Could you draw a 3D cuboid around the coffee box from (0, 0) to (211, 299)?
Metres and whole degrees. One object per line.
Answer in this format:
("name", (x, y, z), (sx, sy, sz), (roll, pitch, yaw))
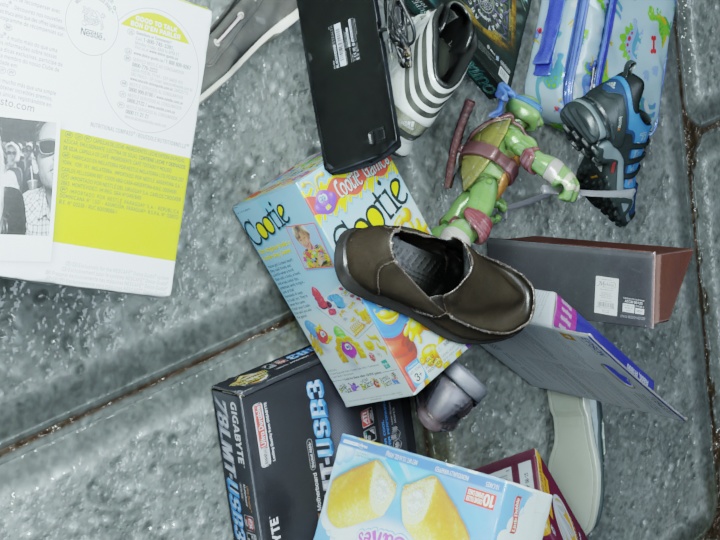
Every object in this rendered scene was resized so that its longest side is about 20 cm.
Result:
("coffee box", (-0.243, -0.098, 0.946), (0.199, 0.199, 0.200), (9, 89, -44))

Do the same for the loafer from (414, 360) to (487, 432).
("loafer", (0.068, 0.117, 1.323), (0.072, 0.200, 0.063), (40, 83, 4))

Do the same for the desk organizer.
("desk organizer", (0.224, 0.007, 1.424), (0.077, 0.199, 0.073), (-7, 100, -45))

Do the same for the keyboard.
("keyboard", (0.004, -0.183, 1.161), (0.039, 0.103, 0.202), (3, 75, -55))

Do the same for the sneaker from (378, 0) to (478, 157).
("sneaker", (0.053, -0.195, 1.230), (0.075, 0.115, 0.202), (30, 33, -29))

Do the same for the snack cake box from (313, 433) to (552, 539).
("snack cake box", (0.056, 0.217, 1.216), (0.067, 0.199, 0.116), (22, 81, -42))

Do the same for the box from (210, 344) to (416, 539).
("box", (-0.033, 0.169, 1.297), (0.197, 0.049, 0.202), (-20, 108, -42))

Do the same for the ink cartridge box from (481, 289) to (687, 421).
("ink cartridge box", (0.199, 0.074, 1.407), (0.196, 0.199, 0.044), (38, 70, -41))

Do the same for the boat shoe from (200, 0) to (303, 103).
("boat shoe", (-0.118, -0.183, 1.161), (0.057, 0.067, 0.200), (52, 53, -13))

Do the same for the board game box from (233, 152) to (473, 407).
("board game box", (0.000, 0.000, 1.231), (0.103, 0.104, 0.201), (-37, 103, -35))

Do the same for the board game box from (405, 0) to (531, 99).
("board game box", (0.093, -0.275, 1.357), (0.200, 0.028, 0.136), (43, 53, -40))

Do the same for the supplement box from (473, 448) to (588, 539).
("supplement box", (0.183, 0.296, 1.468), (0.201, 0.085, 0.111), (58, 19, -32))

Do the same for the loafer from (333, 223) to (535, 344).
("loafer", (0.073, 0.012, 1.172), (0.199, 0.071, 0.074), (15, 71, -34))

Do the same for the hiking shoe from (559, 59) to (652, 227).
("hiking shoe", (0.263, -0.117, 1.450), (0.086, 0.074, 0.200), (-38, 147, -7))

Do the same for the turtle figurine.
("turtle figurine", (0.146, -0.055, 1.372), (0.194, 0.143, 0.200), (-51, 134, -15))

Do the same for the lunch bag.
("lunch bag", (0.251, -0.238, 1.503), (0.160, 0.082, 0.202), (19, 81, -42))

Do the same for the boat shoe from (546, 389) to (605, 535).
("boat shoe", (0.244, 0.183, 1.556), (0.061, 0.072, 0.202), (-10, 98, -39))
